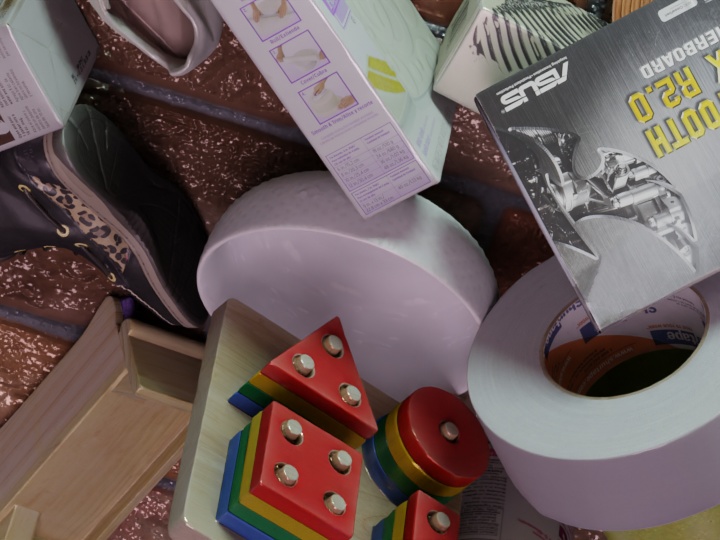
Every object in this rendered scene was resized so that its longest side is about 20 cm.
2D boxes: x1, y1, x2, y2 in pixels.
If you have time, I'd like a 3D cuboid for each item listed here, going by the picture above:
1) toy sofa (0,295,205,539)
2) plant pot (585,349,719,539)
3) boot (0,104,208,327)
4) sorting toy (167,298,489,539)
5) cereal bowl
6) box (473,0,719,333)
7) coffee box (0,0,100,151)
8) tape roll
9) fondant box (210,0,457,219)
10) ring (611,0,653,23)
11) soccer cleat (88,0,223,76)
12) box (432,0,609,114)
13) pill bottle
[{"bbox_3d":[-0.180,0.117,1.758,0.083,0.098,0.200,22,124,-34],"label":"toy sofa"},{"bbox_3d":[0.211,0.117,1.644,0.200,0.200,0.184,-13,128,15],"label":"plant pot"},{"bbox_3d":[-0.198,-0.025,1.669,0.150,0.073,0.200,-9,143,26],"label":"boot"},{"bbox_3d":[-0.007,0.123,1.579,0.200,0.199,0.070,33,128,-21],"label":"sorting toy"},{"bbox_3d":[0.000,0.000,1.634,0.200,0.083,0.200,16,149,10],"label":"cereal bowl"},{"bbox_3d":[0.189,-0.077,1.480,0.200,0.048,0.158,-27,83,3],"label":"box"},{"bbox_3d":[-0.279,-0.115,1.609,0.200,0.114,0.080,-19,116,17],"label":"coffee box"},{"bbox_3d":[0.168,0.061,1.527,0.200,0.200,0.066,-15,128,16],"label":"tape roll"},{"bbox_3d":[-0.019,-0.150,1.534,0.058,0.144,0.200,-27,113,22],"label":"fondant box"},{"bbox_3d":[0.250,-0.149,1.515,0.200,0.019,0.201,0,84,4],"label":"ring"},{"bbox_3d":[-0.159,-0.204,1.561,0.069,0.078,0.200,-36,109,24],"label":"soccer cleat"},{"bbox_3d":[0.148,-0.108,1.573,0.200,0.082,0.068,26,119,-9],"label":"box"},{"bbox_3d":[0.084,0.214,1.697,0.113,0.200,0.113,4,121,6],"label":"pill bottle"}]
